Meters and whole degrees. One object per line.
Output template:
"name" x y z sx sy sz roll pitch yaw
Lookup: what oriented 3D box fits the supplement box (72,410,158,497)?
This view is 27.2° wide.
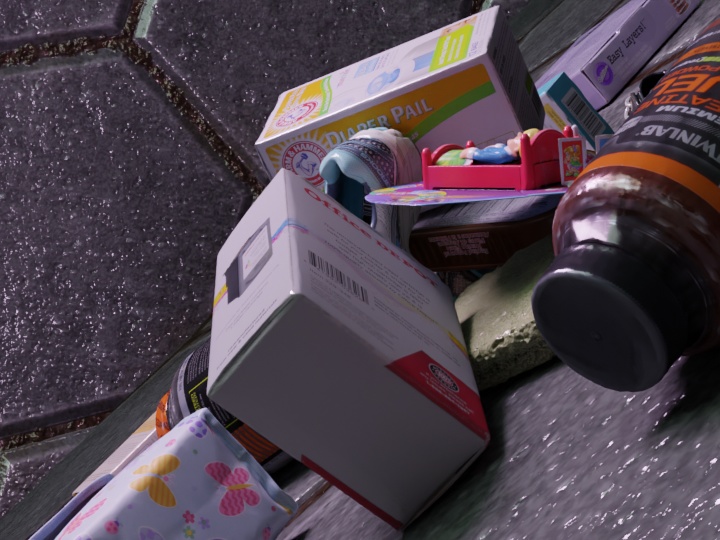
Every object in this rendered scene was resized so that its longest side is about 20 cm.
"supplement box" -0.195 0.186 1.539 0.200 0.074 0.126 -45 7 -21

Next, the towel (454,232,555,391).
"towel" 0.105 0.027 0.969 0.200 0.037 0.149 -34 12 47

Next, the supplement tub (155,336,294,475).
"supplement tub" -0.072 0.092 1.209 0.200 0.123 0.123 -37 9 34

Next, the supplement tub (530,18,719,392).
"supplement tub" 0.163 -0.033 0.715 0.200 0.107 0.107 -47 8 -32

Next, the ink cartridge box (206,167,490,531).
"ink cartridge box" -0.011 0.041 0.894 0.086 0.147 0.200 -49 17 14

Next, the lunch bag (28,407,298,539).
"lunch bag" -0.165 0.211 1.009 0.200 0.127 0.170 -45 1 43

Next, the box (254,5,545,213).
"box" 0.033 -0.110 1.162 0.199 0.102 0.113 -19 23 20

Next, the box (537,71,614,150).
"box" 0.131 -0.086 1.333 0.200 0.082 0.049 -36 7 40

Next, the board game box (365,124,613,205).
"board game box" 0.100 -0.075 0.995 0.198 0.039 0.158 -5 9 -1

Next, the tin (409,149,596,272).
"tin" 0.106 -0.046 1.127 0.199 0.042 0.112 -4 28 43

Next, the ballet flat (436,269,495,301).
"ballet flat" 0.098 -0.023 1.225 0.075 0.068 0.200 -51 3 37

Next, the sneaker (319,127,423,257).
"sneaker" 0.000 0.000 1.085 0.077 0.202 0.086 -2 9 33

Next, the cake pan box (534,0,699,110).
"cake pan box" 0.252 -0.220 1.613 0.200 0.052 0.184 -46 6 -30

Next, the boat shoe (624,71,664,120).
"boat shoe" 0.220 -0.112 1.049 0.072 0.068 0.200 -45 6 -18
